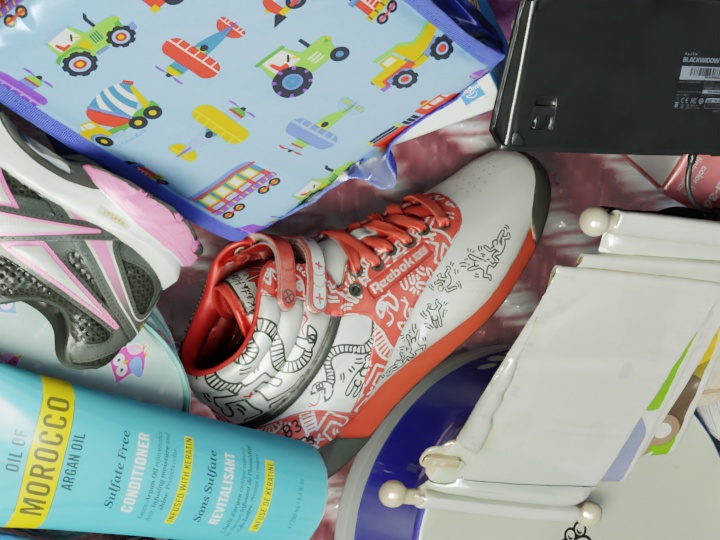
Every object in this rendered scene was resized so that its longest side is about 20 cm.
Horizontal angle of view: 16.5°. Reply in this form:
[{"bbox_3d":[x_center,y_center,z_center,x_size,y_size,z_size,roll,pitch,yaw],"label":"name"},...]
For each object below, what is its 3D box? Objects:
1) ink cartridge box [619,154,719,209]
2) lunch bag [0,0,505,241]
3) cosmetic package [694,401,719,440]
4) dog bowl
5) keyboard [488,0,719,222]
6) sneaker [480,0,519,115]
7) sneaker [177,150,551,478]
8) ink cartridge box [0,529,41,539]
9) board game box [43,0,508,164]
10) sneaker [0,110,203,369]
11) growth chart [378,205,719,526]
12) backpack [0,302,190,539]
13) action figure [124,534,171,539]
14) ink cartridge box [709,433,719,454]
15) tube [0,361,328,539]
[{"bbox_3d":[0.214,-0.047,1.227,0.200,0.117,0.068,25,104,-28],"label":"ink cartridge box"},{"bbox_3d":[-0.047,-0.094,1.022,0.150,0.094,0.200,-35,125,22],"label":"lunch bag"},{"bbox_3d":[0.255,0.018,1.280,0.200,0.083,0.051,-29,122,-15],"label":"cosmetic package"},{"bbox_3d":[0.091,0.140,1.259,0.200,0.079,0.201,-3,95,-30],"label":"dog bowl"},{"bbox_3d":[0.149,-0.067,1.109,0.199,0.021,0.127,0,113,-24],"label":"keyboard"},{"bbox_3d":[0.068,-0.136,1.159,0.200,0.073,0.114,-19,122,3],"label":"sneaker"},{"bbox_3d":[0.000,0.001,1.183,0.201,0.067,0.108,-49,128,-4],"label":"sneaker"},{"bbox_3d":[-0.194,0.147,1.145,0.116,0.200,0.067,27,75,-58],"label":"ink cartridge box"},{"bbox_3d":[-0.064,-0.130,1.076,0.200,0.056,0.196,-19,122,16],"label":"board game box"},{"bbox_3d":[-0.165,-0.025,1.005,0.200,0.080,0.086,29,83,-11],"label":"sneaker"},{"bbox_3d":[0.114,0.049,1.152,0.144,0.018,0.200,14,122,-33],"label":"growth chart"},{"bbox_3d":[-0.174,0.031,1.121,0.167,0.127,0.200,-44,125,2],"label":"backpack"},{"bbox_3d":[-0.053,0.168,1.252,0.193,0.105,0.200,25,106,-38],"label":"action figure"},{"bbox_3d":[0.290,0.115,1.338,0.200,0.116,0.068,10,113,-23],"label":"ink cartridge box"},{"bbox_3d":[-0.107,0.085,1.084,0.200,0.050,0.078,13,86,-37],"label":"tube"}]
